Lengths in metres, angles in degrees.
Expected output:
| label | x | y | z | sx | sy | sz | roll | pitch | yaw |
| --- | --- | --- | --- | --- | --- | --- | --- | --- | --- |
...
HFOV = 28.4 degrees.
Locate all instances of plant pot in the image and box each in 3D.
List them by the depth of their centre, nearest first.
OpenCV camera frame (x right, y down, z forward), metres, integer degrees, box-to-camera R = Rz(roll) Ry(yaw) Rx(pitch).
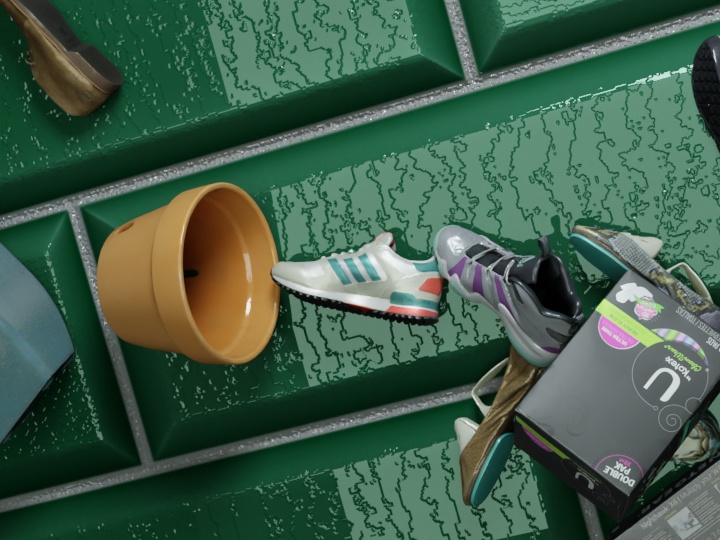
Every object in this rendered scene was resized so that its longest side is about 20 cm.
| label | x | y | z | sx | sy | sz | roll | pitch | yaw |
| --- | --- | --- | --- | --- | --- | --- | --- | --- | --- |
| plant pot | -0.199 | 0.010 | 1.588 | 0.140 | 0.200 | 0.201 | -7 | 96 | 27 |
| plant pot | -0.450 | 0.090 | 1.641 | 0.200 | 0.196 | 0.197 | 38 | 102 | -4 |

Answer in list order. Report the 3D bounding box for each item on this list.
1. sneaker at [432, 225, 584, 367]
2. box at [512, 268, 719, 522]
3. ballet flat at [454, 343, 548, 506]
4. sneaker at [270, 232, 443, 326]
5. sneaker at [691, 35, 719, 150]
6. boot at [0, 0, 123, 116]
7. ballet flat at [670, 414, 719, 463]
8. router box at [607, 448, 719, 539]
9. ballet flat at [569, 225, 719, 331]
| label | x | y | z | sx | sy | sz | roll | pitch | yaw |
| --- | --- | --- | --- | --- | --- | --- | --- | --- | --- |
| sneaker | 0.166 | -0.003 | 1.521 | 0.200 | 0.140 | 0.078 | 43 | 61 | 16 |
| box | 0.275 | 0.132 | 1.488 | 0.148 | 0.124 | 0.200 | 37 | 75 | 18 |
| ballet flat | 0.150 | 0.165 | 1.602 | 0.072 | 0.068 | 0.201 | 32 | 102 | 26 |
| sneaker | 0.000 | 0.000 | 1.612 | 0.199 | 0.070 | 0.094 | 12 | 81 | 11 |
| sneaker | 0.421 | -0.160 | 1.517 | 0.083 | 0.072 | 0.201 | -23 | 94 | -12 |
| boot | -0.370 | -0.262 | 1.643 | 0.200 | 0.074 | 0.075 | 47 | 112 | 0 |
| ballet flat | 0.297 | 0.175 | 1.569 | 0.199 | 0.074 | 0.075 | 3 | 97 | 11 |
| router box | 0.399 | 0.298 | 1.572 | 0.200 | 0.052 | 0.157 | -40 | 88 | 13 |
| ballet flat | 0.319 | 0.006 | 1.553 | 0.200 | 0.072 | 0.072 | 42 | 102 | 3 |
